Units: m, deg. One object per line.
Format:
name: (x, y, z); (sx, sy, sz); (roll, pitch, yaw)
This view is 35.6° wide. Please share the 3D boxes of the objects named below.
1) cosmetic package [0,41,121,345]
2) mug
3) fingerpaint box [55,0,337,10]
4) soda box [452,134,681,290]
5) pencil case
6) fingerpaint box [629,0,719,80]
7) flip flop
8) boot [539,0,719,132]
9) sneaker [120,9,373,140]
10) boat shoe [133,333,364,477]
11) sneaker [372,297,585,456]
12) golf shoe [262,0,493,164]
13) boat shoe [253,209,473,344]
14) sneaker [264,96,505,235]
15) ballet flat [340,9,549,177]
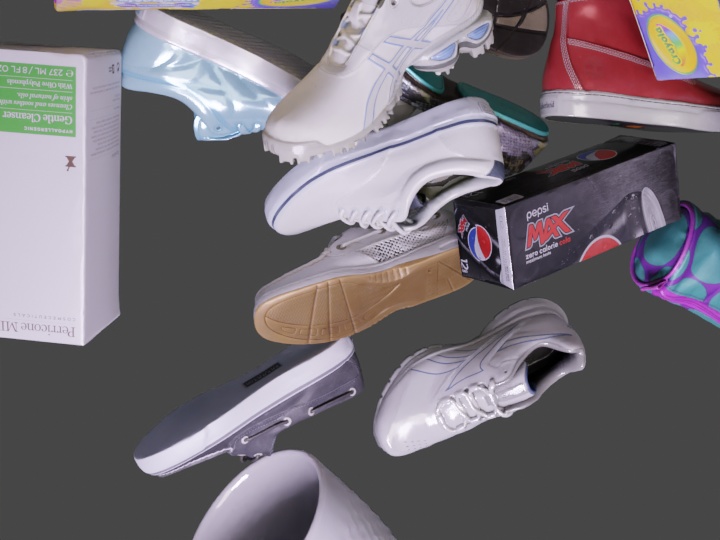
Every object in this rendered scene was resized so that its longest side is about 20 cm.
cosmetic package: (-0.231, -0.057, 0.799); (0.106, 0.085, 0.203); (4, 103, 5)
mug: (-0.052, 0.269, 0.929); (0.199, 0.149, 0.175); (-29, 121, 26)
fingerpaint box: (-0.111, -0.268, 0.758); (0.197, 0.073, 0.169); (-3, 84, -15)
soda box: (0.170, -0.050, 0.902); (0.198, 0.063, 0.072); (-21, 111, -31)
pencil case: (0.333, 0.022, 0.989); (0.199, 0.085, 0.093); (30, 69, -20)
fingerpaint box: (0.254, -0.274, 0.836); (0.167, 0.073, 0.201); (-53, 128, -31)
flip flop: (0.063, -0.218, 0.871); (0.198, 0.057, 0.082); (13, 96, -34)
boot: (0.243, -0.188, 0.922); (0.197, 0.072, 0.147); (4, 92, -23)
sneaker: (-0.088, -0.130, 0.847); (0.198, 0.074, 0.083); (24, 111, -15)
boat shoe: (-0.085, 0.121, 0.913); (0.199, 0.070, 0.067); (-31, 109, -14)
sneaker: (0.099, 0.094, 0.942); (0.199, 0.087, 0.075); (-33, 112, -4)
golf shoe: (0.002, -0.158, 0.770); (0.200, 0.078, 0.098); (-41, 136, -21)
boat shoe: (0.000, 0.000, 0.903); (0.198, 0.070, 0.071); (-16, 140, -19)
sneaker: (0.015, -0.062, 0.847); (0.198, 0.072, 0.073); (-23, 156, 22)
ballet flat: (0.057, -0.130, 0.885); (0.199, 0.072, 0.073); (28, 96, -19)
